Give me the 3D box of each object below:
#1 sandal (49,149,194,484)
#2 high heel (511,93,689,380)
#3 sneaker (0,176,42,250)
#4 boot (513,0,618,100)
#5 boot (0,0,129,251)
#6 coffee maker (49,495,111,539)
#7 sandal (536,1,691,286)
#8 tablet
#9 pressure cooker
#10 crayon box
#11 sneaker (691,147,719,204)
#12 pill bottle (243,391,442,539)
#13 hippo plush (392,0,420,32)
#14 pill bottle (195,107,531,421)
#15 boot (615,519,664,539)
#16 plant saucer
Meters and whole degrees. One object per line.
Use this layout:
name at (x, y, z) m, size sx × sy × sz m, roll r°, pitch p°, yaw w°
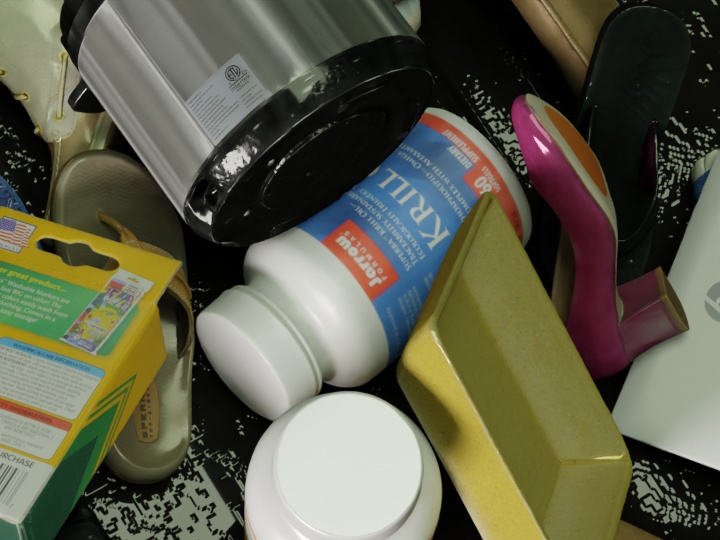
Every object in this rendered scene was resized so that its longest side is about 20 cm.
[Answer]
sandal at (-0.132, 0.026, 1.692) m, size 0.080 × 0.054 × 0.201 m, roll -7°, pitch 87°, yaw -21°
high heel at (0.117, -0.016, 1.735) m, size 0.096 × 0.200 × 0.068 m, roll -26°, pitch 36°, yaw 15°
sneaker at (-0.260, -0.046, 1.723) m, size 0.070 × 0.078 × 0.201 m, roll -36°, pitch 101°, yaw -25°
boot at (0.111, -0.209, 1.839) m, size 0.200 × 0.066 × 0.176 m, roll 49°, pitch 28°, yaw -22°
boot at (-0.215, -0.116, 1.753) m, size 0.154 × 0.072 × 0.201 m, roll 10°, pitch 84°, yaw 3°
coffee maker at (-0.226, 0.221, 1.600) m, size 0.199 × 0.135 × 0.192 m, roll -22°, pitch 48°, yaw -21°
sandal at (0.157, -0.066, 1.773) m, size 0.075 × 0.048 × 0.202 m, roll 7°, pitch 107°, yaw -10°
tablet at (0.247, 0.028, 1.771) m, size 0.129 × 0.014 × 0.201 m, roll 19°, pitch 78°, yaw 21°
pressure cooker at (-0.073, -0.139, 1.645) m, size 0.175 × 0.179 × 0.200 m, roll -31°, pitch 73°, yaw -21°
crayon box at (-0.196, 0.064, 1.619) m, size 0.125 × 0.052 × 0.200 m, roll 17°, pitch 53°, yaw 19°
sneaker at (0.311, -0.025, 1.841) m, size 0.198 × 0.079 × 0.090 m, roll 3°, pitch 75°, yaw -2°
pill bottle at (-0.011, 0.133, 1.621) m, size 0.110 × 0.200 × 0.112 m, roll 1°, pitch 72°, yaw -3°
hippo plush at (-0.051, -0.213, 1.774) m, size 0.160 × 0.201 × 0.160 m, roll -7°, pitch 41°, yaw -5°
pill bottle at (0.000, 0.000, 1.733) m, size 0.200 × 0.112 × 0.112 m, roll -41°, pitch 82°, yaw -24°
boot at (0.185, 0.171, 1.733) m, size 0.199 × 0.066 × 0.176 m, roll 22°, pitch 59°, yaw 1°
plant saucer at (0.084, 0.081, 1.647) m, size 0.201 × 0.048 × 0.200 m, roll 61°, pitch 22°, yaw -15°
